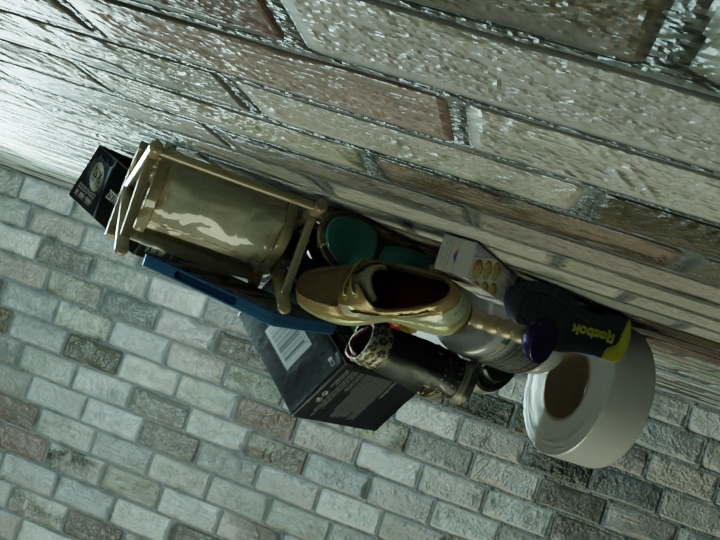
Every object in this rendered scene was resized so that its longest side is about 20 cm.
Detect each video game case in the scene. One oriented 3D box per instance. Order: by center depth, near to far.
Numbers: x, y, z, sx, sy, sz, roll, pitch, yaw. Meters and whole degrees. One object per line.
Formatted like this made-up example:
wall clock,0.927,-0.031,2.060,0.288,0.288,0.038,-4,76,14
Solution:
video game case,-0.144,0.029,1.092,0.200,0.018,0.143,23,-176,29

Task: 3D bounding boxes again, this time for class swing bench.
swing bench,-0.170,-0.057,1.033,0.199,0.130,0.200,20,-178,-20

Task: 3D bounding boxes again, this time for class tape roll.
tape roll,0.305,0.161,1.234,0.071,0.203,0.202,19,177,-18

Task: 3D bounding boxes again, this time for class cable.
cable,0.000,0.000,1.153,0.200,0.051,0.163,33,-159,-6

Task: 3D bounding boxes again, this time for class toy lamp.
toy lamp,0.125,0.054,1.041,0.200,0.058,0.058,18,177,43

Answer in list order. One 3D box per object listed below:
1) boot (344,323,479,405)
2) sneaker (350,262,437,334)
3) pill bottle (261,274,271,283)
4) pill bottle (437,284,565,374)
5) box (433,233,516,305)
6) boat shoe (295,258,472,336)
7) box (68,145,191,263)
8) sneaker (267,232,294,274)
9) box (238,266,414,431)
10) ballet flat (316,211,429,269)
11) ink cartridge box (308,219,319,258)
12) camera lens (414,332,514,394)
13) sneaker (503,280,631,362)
boot,0.052,0.112,1.183,0.154,0.074,0.204,25,173,-14
sneaker,0.073,0.053,1.244,0.200,0.090,0.078,-15,145,22
pill bottle,-0.072,-0.008,1.448,0.200,0.106,0.106,21,177,-35
pill bottle,0.190,0.074,1.192,0.113,0.113,0.200,17,175,39
box,0.130,0.002,1.003,0.039,0.042,0.200,18,176,23
boat shoe,0.018,0.018,0.964,0.200,0.074,0.066,5,150,21
box,-0.278,-0.076,1.291,0.164,0.086,0.200,37,-173,31
sneaker,-0.150,-0.071,1.197,0.114,0.076,0.199,-17,133,45
box,-0.042,0.115,1.326,0.200,0.117,0.197,21,-152,-50
ballet flat,0.002,-0.024,1.075,0.071,0.071,0.200,16,178,42
ink cartridge box,-0.030,-0.020,1.320,0.200,0.068,0.116,22,176,-33
camera lens,0.165,0.109,1.533,0.200,0.160,0.160,16,176,44
sneaker,0.238,0.063,1.108,0.200,0.074,0.082,22,178,-33
